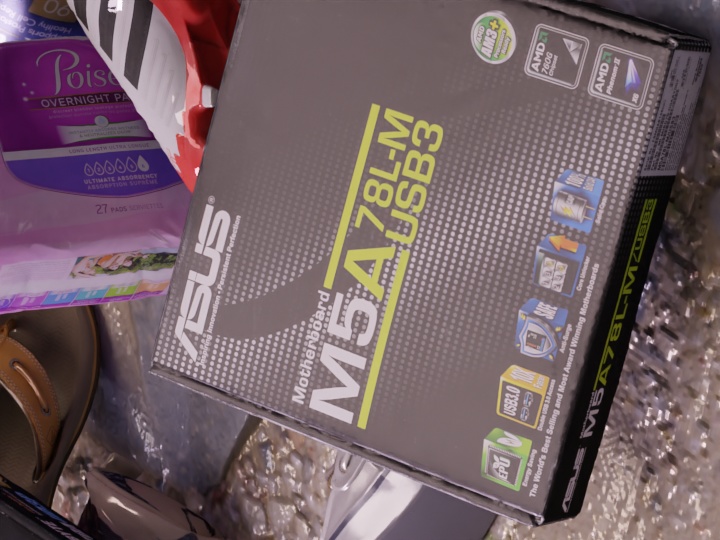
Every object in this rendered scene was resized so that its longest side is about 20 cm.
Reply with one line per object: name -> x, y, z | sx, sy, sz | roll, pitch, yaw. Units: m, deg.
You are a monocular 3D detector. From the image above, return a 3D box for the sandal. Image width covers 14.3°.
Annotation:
sandal -> -0.187, 0.078, 1.481 | 0.080, 0.054, 0.201 | 0, 63, 25

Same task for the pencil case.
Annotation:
pencil case -> -0.133, 0.196, 1.418 | 0.089, 0.078, 0.201 | 24, 93, 42

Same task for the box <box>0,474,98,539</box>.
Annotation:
box -> -0.190, 0.207, 1.380 | 0.159, 0.046, 0.201 | 27, 96, 46

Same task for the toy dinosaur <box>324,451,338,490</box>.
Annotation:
toy dinosaur -> 0.000, 0.000, 1.275 | 0.106, 0.060, 0.201 | 23, 126, 31

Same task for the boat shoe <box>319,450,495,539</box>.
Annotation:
boat shoe -> 0.021, 0.075, 1.233 | 0.066, 0.072, 0.201 | 55, 136, 36

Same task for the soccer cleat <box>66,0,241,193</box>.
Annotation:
soccer cleat -> -0.084, -0.105, 1.256 | 0.085, 0.069, 0.201 | 18, 142, 53

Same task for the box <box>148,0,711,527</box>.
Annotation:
box -> 0.024, -0.023, 1.145 | 0.192, 0.047, 0.201 | 21, 101, 26

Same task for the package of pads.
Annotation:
package of pads -> -0.138, -0.046, 1.324 | 0.076, 0.199, 0.121 | -52, 52, 51

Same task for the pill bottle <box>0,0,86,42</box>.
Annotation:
pill bottle -> -0.176, -0.130, 1.437 | 0.200, 0.111, 0.112 | -54, 54, 45
